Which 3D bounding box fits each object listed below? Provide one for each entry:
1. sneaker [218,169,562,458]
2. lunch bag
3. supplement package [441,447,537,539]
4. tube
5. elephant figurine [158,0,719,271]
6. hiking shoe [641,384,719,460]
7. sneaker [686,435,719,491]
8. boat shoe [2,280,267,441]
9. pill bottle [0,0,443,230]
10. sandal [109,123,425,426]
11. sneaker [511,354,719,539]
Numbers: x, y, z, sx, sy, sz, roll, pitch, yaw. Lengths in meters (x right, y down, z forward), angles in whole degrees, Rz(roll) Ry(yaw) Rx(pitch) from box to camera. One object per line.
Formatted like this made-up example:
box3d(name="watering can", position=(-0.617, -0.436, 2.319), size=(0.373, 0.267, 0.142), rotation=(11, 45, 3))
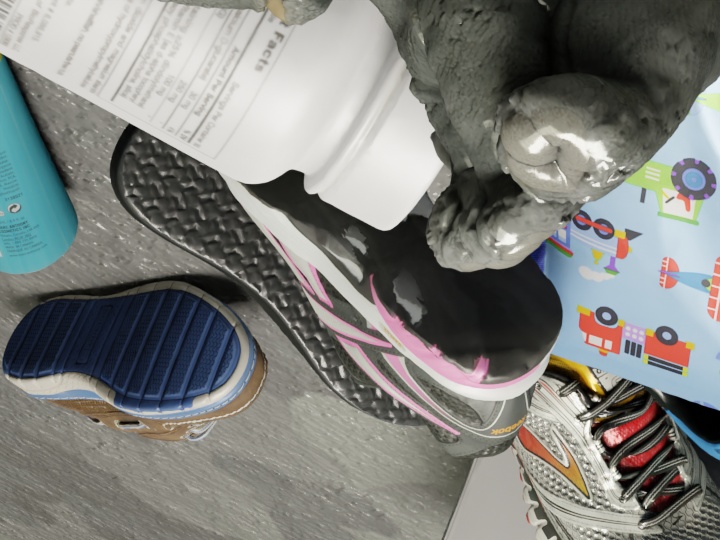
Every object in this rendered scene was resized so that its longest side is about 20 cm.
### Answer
box3d(name="sneaker", position=(0.000, 0.000, 0.941), size=(0.200, 0.080, 0.087), rotation=(54, 154, 37))
box3d(name="lunch bag", position=(0.140, -0.041, 0.856), size=(0.150, 0.094, 0.200), rotation=(18, 145, 17))
box3d(name="supplement package", position=(0.134, 0.175, 1.222), size=(0.199, 0.120, 0.121), rotation=(21, 155, 5))
box3d(name="tube", position=(-0.181, -0.077, 1.094), size=(0.077, 0.051, 0.200), rotation=(9, 146, 19))
box3d(name="elephant figurine", position=(0.017, -0.110, 0.747), size=(0.200, 0.155, 0.141), rotation=(48, 135, -5))
box3d(name="hiking shoe", position=(0.182, 0.072, 0.942), size=(0.086, 0.075, 0.200), rotation=(6, -161, -46))
box3d(name="sneaker", position=(0.168, 0.067, 1.073), size=(0.199, 0.074, 0.088), rotation=(-7, 118, 43))
box3d(name="boat shoe", position=(-0.104, 0.051, 1.254), size=(0.072, 0.073, 0.200), rotation=(36, 162, -35))
box3d(name="pill bottle", position=(-0.055, -0.102, 0.856), size=(0.199, 0.114, 0.113), rotation=(28, 154, -10))
box3d(name="sandal", position=(-0.028, -0.007, 1.085), size=(0.200, 0.075, 0.048), rotation=(41, 175, -19))
box3d(name="sneaker", position=(0.099, 0.068, 1.026), size=(0.200, 0.078, 0.082), rotation=(51, 151, 15))
